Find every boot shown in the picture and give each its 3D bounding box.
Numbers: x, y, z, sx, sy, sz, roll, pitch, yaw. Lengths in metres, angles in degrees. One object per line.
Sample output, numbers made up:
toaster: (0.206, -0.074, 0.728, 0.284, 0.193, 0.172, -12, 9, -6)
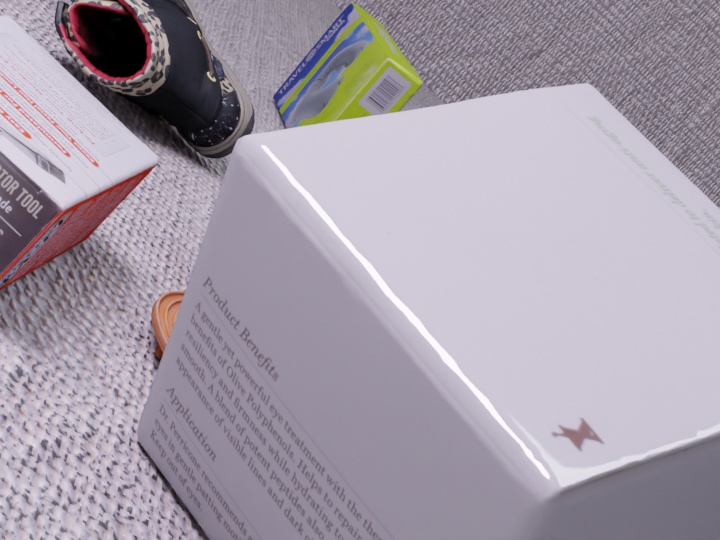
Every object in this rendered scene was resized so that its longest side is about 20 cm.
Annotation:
boot: (-0.166, -0.175, 1.297, 0.204, 0.073, 0.154, 51, 8, 23)

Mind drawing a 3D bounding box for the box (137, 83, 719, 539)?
box: (0.054, 0.054, 0.760, 0.200, 0.171, 0.199, -13, 49, -37)

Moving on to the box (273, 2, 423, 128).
box: (-0.016, -0.166, 1.702, 0.048, 0.122, 0.200, 37, 12, -23)

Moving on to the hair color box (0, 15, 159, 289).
hair color box: (-0.170, -0.057, 0.863, 0.111, 0.064, 0.200, 44, 9, -2)

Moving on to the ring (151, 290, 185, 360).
ring: (-0.030, 0.085, 0.938, 0.200, 0.019, 0.200, 41, 12, -10)
